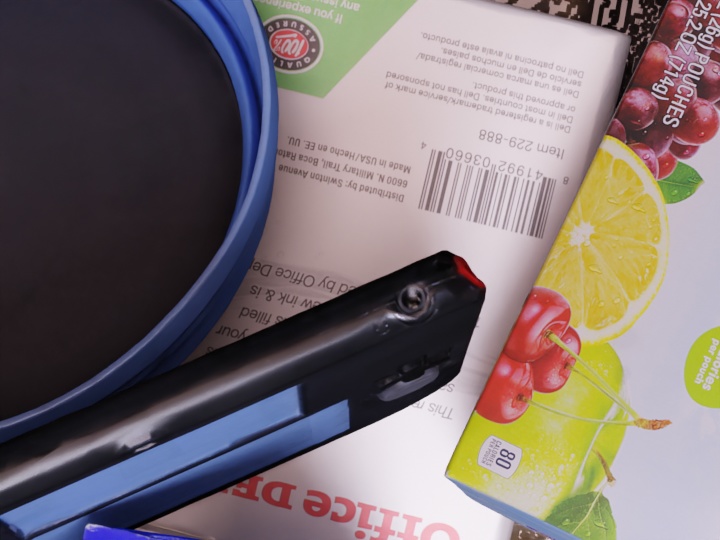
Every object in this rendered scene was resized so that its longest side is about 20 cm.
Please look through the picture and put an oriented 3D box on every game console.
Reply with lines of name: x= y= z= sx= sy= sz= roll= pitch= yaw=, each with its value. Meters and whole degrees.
game console: x=-0.059 y=0.054 z=0.688 sx=0.199 sy=0.177 sz=0.031 roll=-24 pitch=85 yaw=-5

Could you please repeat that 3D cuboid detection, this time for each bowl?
bowl: x=-0.120 y=-0.033 z=0.731 sx=0.199 sy=0.039 sz=0.202 roll=-5 pitch=63 yaw=10

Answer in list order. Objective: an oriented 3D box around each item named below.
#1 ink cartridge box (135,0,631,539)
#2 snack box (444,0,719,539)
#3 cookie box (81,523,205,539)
ink cartridge box: x=0.000 y=0.000 z=0.821 sx=0.145 sy=0.084 sz=0.202 roll=14 pitch=95 yaw=3
snack box: x=0.145 y=0.013 z=0.731 sx=0.168 sy=0.068 sz=0.201 roll=25 pitch=84 yaw=15
cookie box: x=-0.040 y=0.186 z=0.734 sx=0.075 sy=0.200 sz=0.172 roll=8 pitch=74 yaw=19
